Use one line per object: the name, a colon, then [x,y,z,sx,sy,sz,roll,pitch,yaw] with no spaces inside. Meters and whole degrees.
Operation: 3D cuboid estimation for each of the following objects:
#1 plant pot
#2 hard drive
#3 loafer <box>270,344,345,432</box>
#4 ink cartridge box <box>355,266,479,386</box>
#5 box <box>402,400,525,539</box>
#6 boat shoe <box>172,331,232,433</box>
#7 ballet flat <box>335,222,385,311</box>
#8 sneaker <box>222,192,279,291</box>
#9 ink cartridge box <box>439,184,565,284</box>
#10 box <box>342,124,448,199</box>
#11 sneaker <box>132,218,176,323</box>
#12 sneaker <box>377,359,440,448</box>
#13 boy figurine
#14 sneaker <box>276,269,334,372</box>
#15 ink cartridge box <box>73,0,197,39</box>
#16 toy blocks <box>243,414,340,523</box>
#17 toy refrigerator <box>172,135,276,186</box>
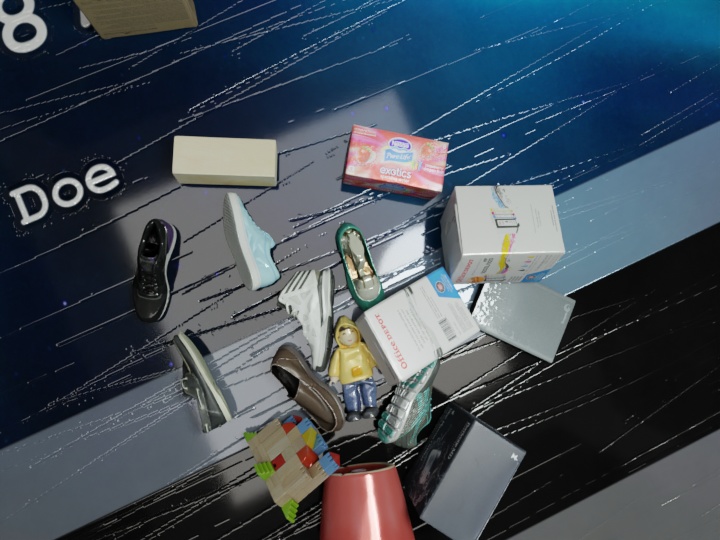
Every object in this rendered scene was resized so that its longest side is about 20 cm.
plant pot: [0.007,0.468,1.078,0.196,0.201,0.182,-6,78,-5]
hard drive: [0.335,0.087,1.190,0.197,0.033,0.142,24,86,-4]
loafer: [-0.112,0.243,1.116,0.200,0.071,0.073,47,124,5]
ink cartridge box: [0.109,0.109,1.110,0.197,0.084,0.148,-27,82,-21]
box: [0.189,0.378,1.083,0.116,0.200,0.199,32,85,-3]
boat shoe: [-0.321,0.217,1.107,0.067,0.072,0.203,-26,92,-10]
ballet flat: [0.000,0.000,1.144,0.066,0.070,0.204,-21,90,-6]
sneaker: [-0.217,-0.062,1.139,0.081,0.074,0.204,-14,84,-35]
ink cartridge box: [0.269,-0.067,1.114,0.195,0.148,0.148,-2,67,-4]
box: [0.069,-0.216,1.146,0.195,0.095,0.105,10,86,-5]
sneaker: [-0.411,0.000,1.099,0.074,0.088,0.205,6,88,-5]
sneaker: [0.113,0.267,1.154,0.091,0.077,0.202,36,80,-27]
boy figurine: [-0.007,0.192,1.140,0.121,0.064,0.205,-8,91,5]
sneaker: [-0.112,0.099,1.139,0.112,0.076,0.205,1,80,4]
ink cartridge box: [-0.426,-0.524,1.078,0.195,0.165,0.077,-11,87,-6]
toy blocks: [-0.126,0.346,1.082,0.136,0.200,0.101,-38,132,-6]
toy refrigerator: [-0.266,-0.215,1.131,0.195,0.070,0.078,1,81,-6]
